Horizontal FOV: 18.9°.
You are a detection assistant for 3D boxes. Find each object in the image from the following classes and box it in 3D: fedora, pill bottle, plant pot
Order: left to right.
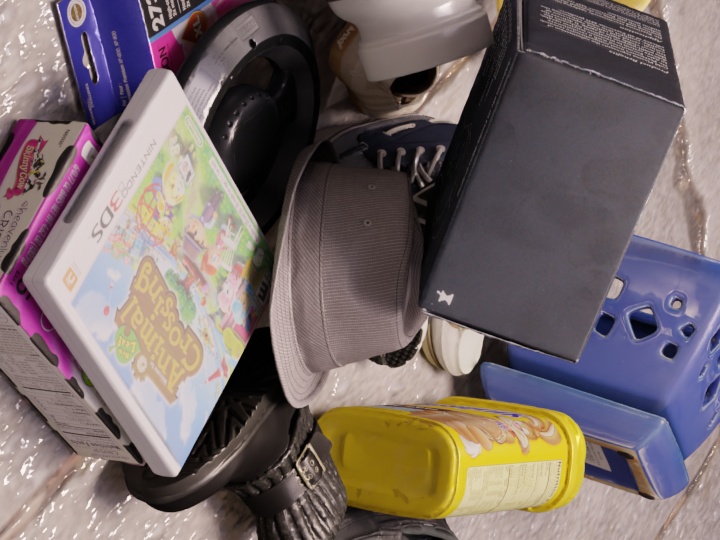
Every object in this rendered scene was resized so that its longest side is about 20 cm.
[{"bbox_3d":[0.000,0.000,1.545,0.200,0.090,0.177,-78,163,-47],"label":"fedora"},{"bbox_3d":[0.020,-0.240,1.502,0.116,0.116,0.200,-31,107,-52],"label":"pill bottle"},{"bbox_3d":[0.223,0.084,1.912,0.180,0.200,0.200,-65,157,-16],"label":"plant pot"}]

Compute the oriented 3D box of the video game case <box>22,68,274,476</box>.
[{"bbox_3d":[-0.127,0.003,1.404,0.182,0.022,0.200,-63,143,-33],"label":"video game case"}]

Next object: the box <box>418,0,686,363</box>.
[{"bbox_3d":[0.129,-0.077,1.504,0.197,0.124,0.200,-77,-173,-66],"label":"box"}]

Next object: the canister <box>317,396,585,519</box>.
[{"bbox_3d":[0.071,0.151,1.746,0.200,0.148,0.087,3,93,-56],"label":"canister"}]

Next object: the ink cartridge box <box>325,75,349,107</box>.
[{"bbox_3d":[0.028,-0.233,1.683,0.200,0.045,0.176,-35,152,-59],"label":"ink cartridge box"}]

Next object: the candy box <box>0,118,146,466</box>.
[{"bbox_3d":[-0.179,0.017,1.402,0.200,0.061,0.137,57,49,-47],"label":"candy box"}]

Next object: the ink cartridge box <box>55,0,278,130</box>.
[{"bbox_3d":[-0.127,-0.177,1.479,0.200,0.037,0.095,-41,129,-45],"label":"ink cartridge box"}]

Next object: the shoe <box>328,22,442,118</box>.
[{"bbox_3d":[0.027,-0.146,1.654,0.070,0.053,0.200,-61,165,4],"label":"shoe"}]

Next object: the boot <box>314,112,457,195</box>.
[{"bbox_3d":[0.028,-0.082,1.688,0.200,0.090,0.073,-32,122,-52],"label":"boot"}]

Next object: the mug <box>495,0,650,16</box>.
[{"bbox_3d":[0.152,-0.269,1.795,0.149,0.153,0.187,39,63,-54],"label":"mug"}]

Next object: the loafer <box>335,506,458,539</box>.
[{"bbox_3d":[0.015,0.225,1.730,0.200,0.070,0.068,-7,125,-58],"label":"loafer"}]

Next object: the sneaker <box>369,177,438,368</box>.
[{"bbox_3d":[0.050,-0.015,1.705,0.200,0.074,0.080,-59,-179,42],"label":"sneaker"}]

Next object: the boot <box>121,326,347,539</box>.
[{"bbox_3d":[-0.082,0.154,1.563,0.211,0.079,0.158,-43,130,-47],"label":"boot"}]

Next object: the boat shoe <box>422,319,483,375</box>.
[{"bbox_3d":[0.095,0.016,1.800,0.075,0.068,0.200,-54,154,-39],"label":"boat shoe"}]

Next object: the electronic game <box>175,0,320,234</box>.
[{"bbox_3d":[-0.088,-0.093,1.523,0.200,0.042,0.200,-46,147,-41],"label":"electronic game"}]
